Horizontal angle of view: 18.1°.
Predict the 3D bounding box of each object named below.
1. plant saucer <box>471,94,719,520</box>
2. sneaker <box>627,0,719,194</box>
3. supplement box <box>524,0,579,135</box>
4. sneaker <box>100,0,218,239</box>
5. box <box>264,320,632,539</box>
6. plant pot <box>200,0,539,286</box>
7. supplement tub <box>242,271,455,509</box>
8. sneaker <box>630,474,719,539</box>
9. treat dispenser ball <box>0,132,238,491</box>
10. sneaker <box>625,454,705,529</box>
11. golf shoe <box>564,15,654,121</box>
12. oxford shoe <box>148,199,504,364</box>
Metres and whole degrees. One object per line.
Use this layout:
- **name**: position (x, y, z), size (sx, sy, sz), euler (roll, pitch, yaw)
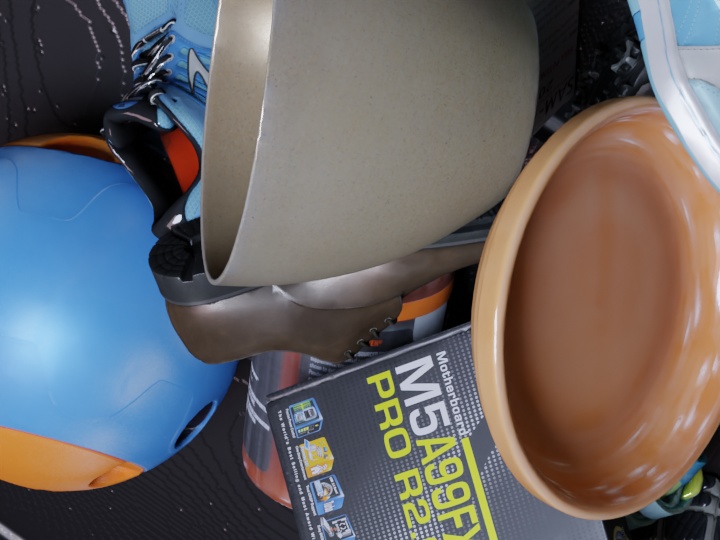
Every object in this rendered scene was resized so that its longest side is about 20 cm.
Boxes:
- **plant saucer**: position (0.116, 0.016, 1.064), size (0.037, 0.200, 0.201), euler (10, 121, 43)
- **sneaker**: position (0.193, -0.132, 1.033), size (0.130, 0.079, 0.200), euler (-25, 80, 33)
- **supplement box**: position (0.042, -0.175, 1.124), size (0.126, 0.074, 0.200), euler (13, 122, 23)
- **sneaker**: position (-0.095, -0.094, 1.198), size (0.078, 0.090, 0.200), euler (-43, 54, 37)
- **box**: position (0.052, 0.134, 1.139), size (0.160, 0.044, 0.200), euler (-20, 77, 21)
- **plant pot**: position (0.007, -0.086, 1.048), size (0.134, 0.200, 0.201), euler (6, 124, -12)
- **supplement tub**: position (-0.005, 0.030, 1.240), size (0.107, 0.107, 0.200), euler (19, 122, 19)
- **sneaker**: position (0.162, 0.166, 1.259), size (0.200, 0.078, 0.080), euler (-7, 131, 37)
- **treat dispenser ball**: position (-0.164, 0.023, 1.266), size (0.200, 0.201, 0.201), euler (13, 121, 23)
- **sneaker**: position (0.114, 0.139, 1.179), size (0.130, 0.079, 0.200), euler (-4, 71, 38)
- **golf shoe**: position (0.142, -0.043, 1.154), size (0.094, 0.078, 0.200), euler (17, 125, -4)
- **oxford shoe**: position (0.000, 0.000, 1.143), size (0.200, 0.073, 0.085), euler (-13, 120, 4)
